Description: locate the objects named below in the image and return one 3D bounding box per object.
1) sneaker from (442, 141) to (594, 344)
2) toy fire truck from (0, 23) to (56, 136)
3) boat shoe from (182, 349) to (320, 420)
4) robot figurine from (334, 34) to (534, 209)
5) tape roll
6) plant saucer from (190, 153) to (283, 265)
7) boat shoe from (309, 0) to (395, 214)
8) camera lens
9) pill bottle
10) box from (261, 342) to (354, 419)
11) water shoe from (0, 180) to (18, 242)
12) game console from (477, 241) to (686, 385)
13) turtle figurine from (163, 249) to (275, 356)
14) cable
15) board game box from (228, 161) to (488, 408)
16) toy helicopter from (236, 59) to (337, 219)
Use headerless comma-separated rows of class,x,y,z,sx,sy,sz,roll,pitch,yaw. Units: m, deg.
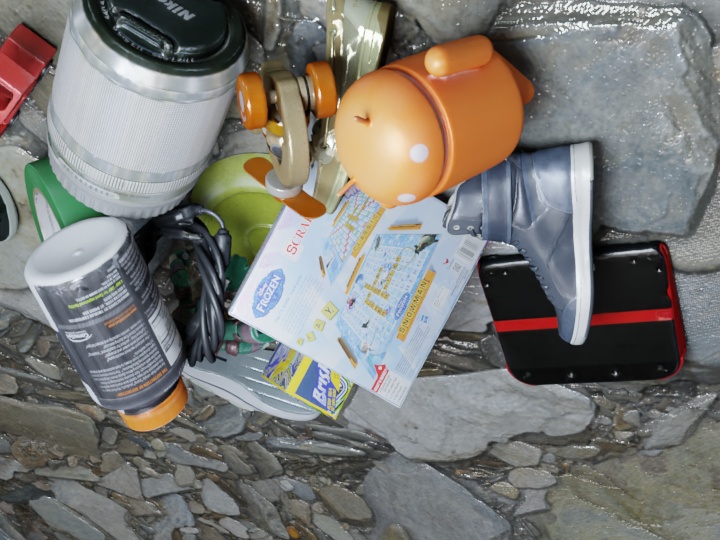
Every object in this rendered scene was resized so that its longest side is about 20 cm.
sneaker,0.154,-0.022,1.044,0.143,0.077,0.206,-3,114,9
toy fire truck,-0.360,-0.166,1.060,0.048,0.142,0.200,36,133,-17
boat shoe,-0.135,0.133,1.332,0.198,0.074,0.067,25,153,7
robot figurine,0.059,-0.124,0.916,0.143,0.198,0.118,-9,104,53
tape roll,-0.299,-0.024,1.153,0.048,0.201,0.203,-21,136,-22
plant saucer,-0.096,-0.037,1.172,0.196,0.031,0.202,10,136,10
boat shoe,-0.020,-0.150,0.986,0.062,0.073,0.203,17,120,3
camera lens,-0.198,-0.166,0.989,0.158,0.161,0.201,25,136,-6
pill bottle,-0.233,0.059,1.038,0.104,0.107,0.202,-4,125,22
box,-0.056,0.109,1.196,0.064,0.071,0.200,29,173,-10
water shoe,-0.455,-0.097,1.205,0.070,0.080,0.202,-3,132,21
game console,0.235,0.048,1.144,0.197,0.031,0.179,-6,124,23
turtle figurine,-0.163,0.051,1.204,0.149,0.101,0.199,42,151,-18
cable,-0.189,0.017,1.124,0.198,0.050,0.166,-8,91,50
board game box,0.000,0.000,1.076,0.198,0.202,0.041,30,179,-10
toy helicopter,-0.075,-0.124,0.979,0.078,0.200,0.135,-11,109,-13
